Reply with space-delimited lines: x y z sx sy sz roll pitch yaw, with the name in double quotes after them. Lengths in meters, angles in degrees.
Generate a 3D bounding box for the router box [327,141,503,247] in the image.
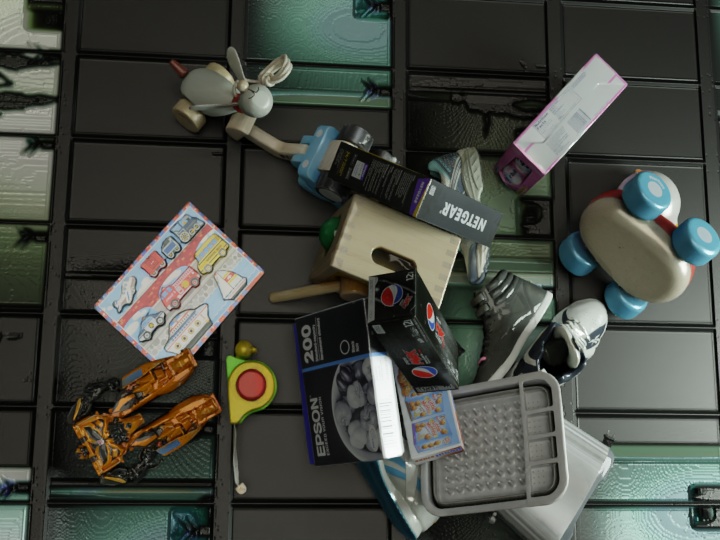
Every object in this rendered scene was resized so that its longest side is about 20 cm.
0.075 -0.098 1.185 0.156 0.199 0.053 27 97 35 "router box"

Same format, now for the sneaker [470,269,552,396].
0.183 0.087 1.276 0.098 0.071 0.202 34 72 3 "sneaker"

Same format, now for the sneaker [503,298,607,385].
0.291 0.099 1.244 0.197 0.130 0.080 -32 83 -20 "sneaker"

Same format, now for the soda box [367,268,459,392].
0.070 0.080 1.134 0.062 0.201 0.072 -9 55 17 "soda box"

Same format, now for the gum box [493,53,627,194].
0.285 -0.205 1.313 0.066 0.114 0.200 43 78 3 "gum box"

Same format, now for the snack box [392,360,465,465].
0.085 0.157 1.221 0.070 0.024 0.203 -17 55 8 "snack box"

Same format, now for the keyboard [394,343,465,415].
0.056 0.157 1.274 0.198 0.040 0.105 -33 61 -9 "keyboard"

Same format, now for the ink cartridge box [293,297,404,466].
-0.033 0.151 1.182 0.043 0.198 0.203 0 77 -40 "ink cartridge box"

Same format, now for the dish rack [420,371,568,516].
0.174 0.231 1.174 0.196 0.044 0.175 -13 58 24 "dish rack"

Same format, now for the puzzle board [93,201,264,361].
-0.253 0.026 1.267 0.150 0.017 0.201 41 79 2 "puzzle board"

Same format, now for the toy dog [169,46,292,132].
-0.200 -0.257 1.240 0.096 0.197 0.134 44 51 -35 "toy dog"

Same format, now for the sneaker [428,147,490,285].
0.141 -0.074 1.306 0.084 0.078 0.204 -7 73 5 "sneaker"

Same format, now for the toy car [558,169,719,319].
0.420 -0.070 1.300 0.177 0.185 0.200 42 50 3 "toy car"

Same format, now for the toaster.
0.251 0.274 1.226 0.128 0.114 0.202 34 80 3 "toaster"

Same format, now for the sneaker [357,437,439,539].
0.048 0.258 1.219 0.080 0.076 0.203 -32 103 -25 "sneaker"

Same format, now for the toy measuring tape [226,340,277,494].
-0.143 0.196 1.222 0.072 0.074 0.205 -4 80 -6 "toy measuring tape"

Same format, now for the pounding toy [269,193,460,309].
0.000 0.000 1.226 0.197 0.184 0.145 22 78 -10 "pounding toy"

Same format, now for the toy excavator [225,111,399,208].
-0.075 -0.158 1.281 0.194 0.198 0.101 36 73 -43 "toy excavator"

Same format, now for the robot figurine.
-0.294 0.196 1.208 0.198 0.058 0.147 -30 90 -10 "robot figurine"
